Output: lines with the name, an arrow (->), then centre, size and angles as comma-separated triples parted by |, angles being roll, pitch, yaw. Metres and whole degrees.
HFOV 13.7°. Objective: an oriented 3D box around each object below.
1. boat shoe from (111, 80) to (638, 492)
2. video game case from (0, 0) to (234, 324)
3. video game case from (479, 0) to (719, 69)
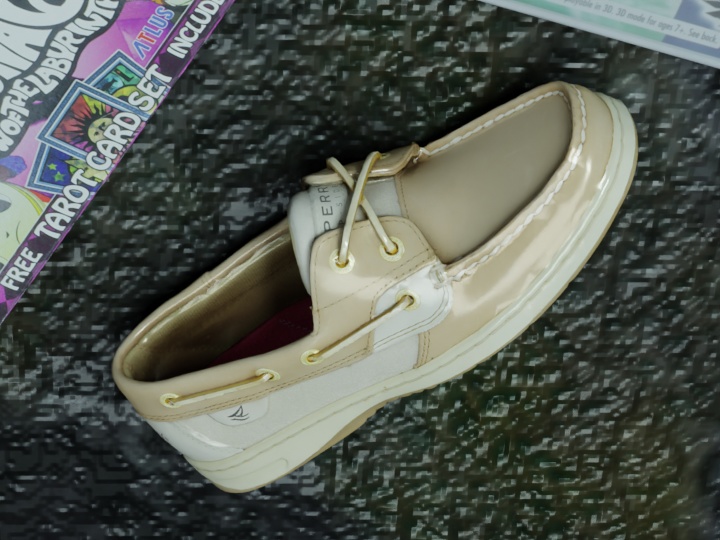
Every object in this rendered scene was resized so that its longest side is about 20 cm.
boat shoe -> 0.000, 0.000, 0.977 | 0.200, 0.074, 0.069 | -38, 127, 23
video game case -> -0.139, -0.094, 0.918 | 0.181, 0.036, 0.200 | 27, 121, -21
video game case -> 0.110, -0.146, 0.906 | 0.199, 0.023, 0.183 | 14, 125, -15
